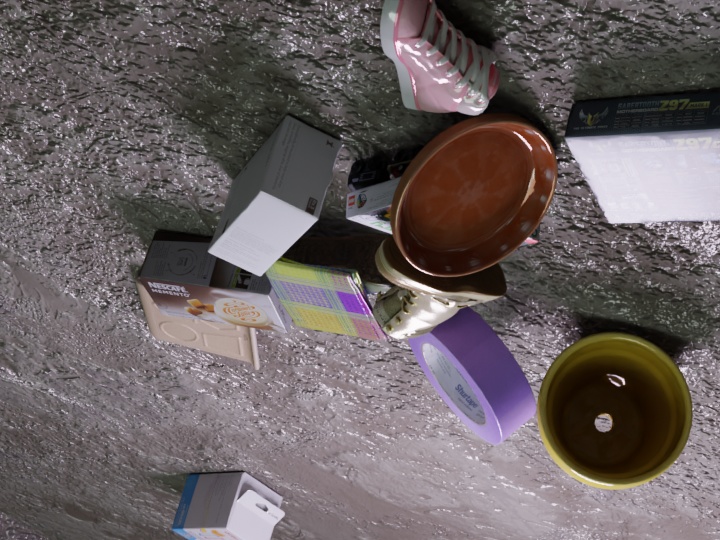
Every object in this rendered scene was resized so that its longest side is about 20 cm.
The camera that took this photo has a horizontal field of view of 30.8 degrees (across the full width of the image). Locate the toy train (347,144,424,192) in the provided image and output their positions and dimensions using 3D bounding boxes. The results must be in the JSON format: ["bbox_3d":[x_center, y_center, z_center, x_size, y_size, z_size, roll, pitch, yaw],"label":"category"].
[{"bbox_3d":[0.062,-0.116,1.493,0.198,0.046,0.034,-9,143,40],"label":"toy train"}]

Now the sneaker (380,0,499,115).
[{"bbox_3d":[0.083,-0.215,1.269,0.103,0.076,0.201,13,160,17],"label":"sneaker"}]

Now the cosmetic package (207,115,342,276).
[{"bbox_3d":[-0.105,-0.086,1.571,0.080,0.114,0.200,24,150,-14],"label":"cosmetic package"}]

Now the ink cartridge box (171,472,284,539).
[{"bbox_3d":[-0.268,0.502,2.707,0.198,0.127,0.128,-10,142,42],"label":"ink cartridge box"}]

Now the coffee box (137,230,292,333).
[{"bbox_3d":[-0.196,0.016,1.837,0.197,0.081,0.115,8,151,16],"label":"coffee box"}]

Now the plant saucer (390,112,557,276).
[{"bbox_3d":[0.121,-0.083,1.419,0.198,0.032,0.202,-16,132,-18],"label":"plant saucer"}]

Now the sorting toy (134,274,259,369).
[{"bbox_3d":[-0.248,0.077,2.033,0.198,0.037,0.186,18,152,8],"label":"sorting toy"}]

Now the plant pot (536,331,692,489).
[{"bbox_3d":[0.336,0.199,1.776,0.198,0.203,0.189,13,168,7],"label":"plant pot"}]

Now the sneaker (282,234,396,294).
[{"bbox_3d":[0.000,0.000,1.726,0.198,0.068,0.090,5,158,21],"label":"sneaker"}]

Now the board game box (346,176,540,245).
[{"bbox_3d":[0.097,-0.062,1.522,0.198,0.035,0.125,17,160,-38],"label":"board game box"}]

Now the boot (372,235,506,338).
[{"bbox_3d":[0.060,0.023,1.587,0.198,0.074,0.155,10,150,-42],"label":"boot"}]

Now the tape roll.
[{"bbox_3d":[0.148,0.135,1.765,0.200,0.065,0.201,49,165,18],"label":"tape roll"}]

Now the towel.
[{"bbox_3d":[-0.048,0.036,1.725,0.142,0.023,0.201,10,155,21],"label":"towel"}]

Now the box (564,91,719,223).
[{"bbox_3d":[0.328,-0.113,1.346,0.198,0.052,0.158,-1,148,32],"label":"box"}]
